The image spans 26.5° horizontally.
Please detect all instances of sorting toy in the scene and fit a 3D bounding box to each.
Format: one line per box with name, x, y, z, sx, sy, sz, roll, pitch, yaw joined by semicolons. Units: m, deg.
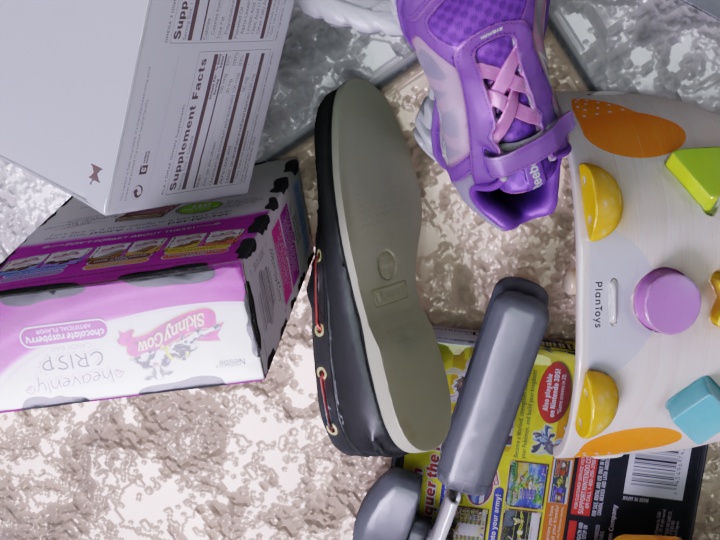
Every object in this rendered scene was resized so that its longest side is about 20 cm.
sorting toy;0.194;0.008;0.796;0.178;0.107;0.203;-1;98;-1

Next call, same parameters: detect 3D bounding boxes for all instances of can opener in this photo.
can opener;0.050;0.097;0.848;0.066;0.053;0.202;21;109;-2

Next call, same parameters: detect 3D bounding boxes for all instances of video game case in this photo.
video game case;0.105;0.136;0.899;0.178;0.026;0.202;6;109;2

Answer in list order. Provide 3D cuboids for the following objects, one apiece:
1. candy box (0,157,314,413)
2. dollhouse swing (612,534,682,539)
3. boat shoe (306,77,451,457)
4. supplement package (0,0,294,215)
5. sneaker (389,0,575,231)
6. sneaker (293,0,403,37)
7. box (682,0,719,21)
candy box;-0.102;0.002;0.778;0.135;0.200;0.062;-8;107;8
dollhouse swing;0.147;0.280;0.854;0.199;0.183;0.175;37;138;-15
boat shoe;-0.002;0.000;0.824;0.063;0.073;0.204;-11;86;39
supplement package;-0.143;-0.140;0.740;0.199;0.111;0.157;25;111;27
sneaker;0.068;-0.087;0.741;0.080;0.089;0.201;-20;151;-3
sneaker;-0.016;-0.173;0.780;0.198;0.075;0.083;14;110;0
box;0.148;-0.156;0.709;0.159;0.200;0.044;27;108;-4
